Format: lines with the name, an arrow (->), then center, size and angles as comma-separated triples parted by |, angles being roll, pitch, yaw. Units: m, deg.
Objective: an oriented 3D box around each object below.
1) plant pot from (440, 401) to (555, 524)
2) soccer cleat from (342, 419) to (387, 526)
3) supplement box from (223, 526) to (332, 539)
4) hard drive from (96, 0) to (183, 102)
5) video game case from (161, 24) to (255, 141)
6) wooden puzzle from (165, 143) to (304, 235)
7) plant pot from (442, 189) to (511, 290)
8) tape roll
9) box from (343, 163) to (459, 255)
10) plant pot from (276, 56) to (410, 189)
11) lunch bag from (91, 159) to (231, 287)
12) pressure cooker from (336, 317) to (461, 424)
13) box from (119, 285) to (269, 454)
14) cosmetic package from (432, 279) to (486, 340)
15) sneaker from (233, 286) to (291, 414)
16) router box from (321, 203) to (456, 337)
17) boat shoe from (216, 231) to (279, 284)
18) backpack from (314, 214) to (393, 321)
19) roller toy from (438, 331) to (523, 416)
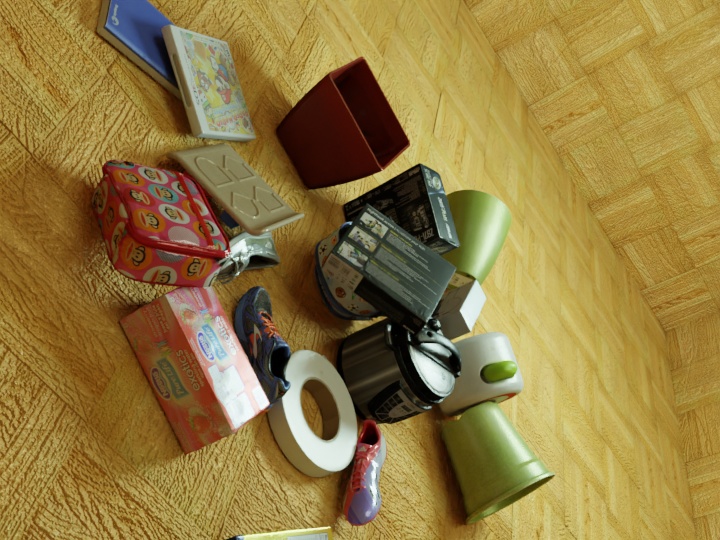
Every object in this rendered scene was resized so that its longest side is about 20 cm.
plant pot -> 0.256, 0.370, 1.768 | 0.199, 0.199, 0.187 | 9, 49, -58
soccer cleat -> 0.005, 0.329, 1.454 | 0.201, 0.065, 0.078 | -69, 148, -60
supplement box -> -0.123, 0.400, 1.136 | 0.199, 0.108, 0.111 | 18, 53, -54
hard drive -> -0.341, -0.377, 1.464 | 0.199, 0.025, 0.134 | 38, 38, -42
video game case -> -0.255, -0.315, 1.522 | 0.200, 0.022, 0.186 | -15, 88, -70
wooden puzzle -> -0.202, -0.125, 1.428 | 0.199, 0.047, 0.185 | 41, 20, 6
plant pot -> 0.254, -0.053, 2.121 | 0.187, 0.185, 0.203 | 43, 49, -35
tape roll -> -0.076, 0.228, 1.433 | 0.202, 0.037, 0.206 | 41, 35, -38
box -> 0.080, -0.092, 1.788 | 0.086, 0.198, 0.167 | 17, 52, -54
plant pot -> -0.044, -0.269, 1.739 | 0.202, 0.174, 0.200 | 59, 28, -9
lunch bag -> -0.261, -0.060, 1.205 | 0.174, 0.083, 0.201 | 10, 32, -38
pressure cooker -> 0.076, 0.163, 1.578 | 0.181, 0.198, 0.175 | 64, 27, -3
box -> -0.221, 0.126, 1.197 | 0.203, 0.094, 0.102 | 63, 27, -3
cosmetic package -> 0.138, 0.102, 1.736 | 0.052, 0.198, 0.151 | 60, 27, -8
sneaker -> -0.141, 0.115, 1.364 | 0.075, 0.077, 0.204 | 26, 47, -51
router box -> 0.051, -0.003, 1.516 | 0.198, 0.051, 0.150 | 36, 47, 0
boat shoe -> -0.186, -0.019, 1.402 | 0.066, 0.074, 0.202 | 59, 21, 0
backpack -> 0.000, 0.000, 1.629 | 0.189, 0.153, 0.203 | 12, 48, -56
roller toy -> 0.232, 0.210, 1.838 | 0.182, 0.197, 0.142 | 28, 41, -67
